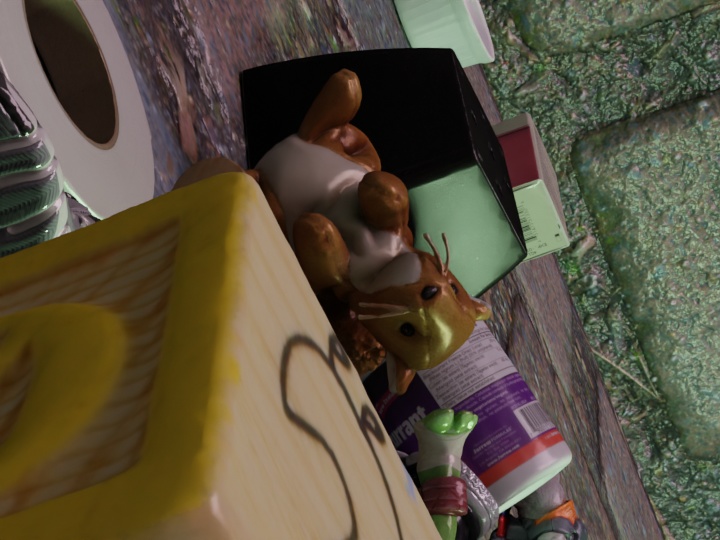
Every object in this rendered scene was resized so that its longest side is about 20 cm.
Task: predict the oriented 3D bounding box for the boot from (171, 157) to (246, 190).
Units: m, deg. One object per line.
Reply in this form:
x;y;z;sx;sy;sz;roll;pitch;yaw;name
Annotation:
-0.071;0.044;1.084;0.144;0.071;0.202;58;21;-62;boot

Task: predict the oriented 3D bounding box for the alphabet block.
-0.087;0.119;0.576;0.196;0.196;0.200;-93;159;-58;alphabet block

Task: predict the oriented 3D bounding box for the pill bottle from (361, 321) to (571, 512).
0.061;0.090;1.291;0.200;0.111;0.111;56;9;13;pill bottle

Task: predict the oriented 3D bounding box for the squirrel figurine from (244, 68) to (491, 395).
0.000;0.000;1.192;0.187;0.142;0.200;42;-24;13;squirrel figurine

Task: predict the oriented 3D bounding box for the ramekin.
0.113;-0.378;2.445;0.200;0.097;0.201;-19;90;-78;ramekin

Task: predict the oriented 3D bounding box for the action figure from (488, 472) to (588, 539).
0.157;0.253;1.385;0.200;0.104;0.194;-30;111;-78;action figure

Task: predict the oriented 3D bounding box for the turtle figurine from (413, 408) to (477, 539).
0.030;0.177;1.011;0.200;0.143;0.195;31;49;-60;turtle figurine

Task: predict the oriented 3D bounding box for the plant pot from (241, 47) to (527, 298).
0.026;-0.069;1.404;0.200;0.177;0.200;56;18;-44;plant pot

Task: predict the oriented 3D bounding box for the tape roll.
-0.173;-0.110;0.930;0.203;0.037;0.203;-20;90;-77;tape roll

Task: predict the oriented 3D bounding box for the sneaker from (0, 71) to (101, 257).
-0.161;-0.026;0.798;0.116;0.075;0.201;-98;174;-60;sneaker

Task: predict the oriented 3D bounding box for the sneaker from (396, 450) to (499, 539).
0.013;0.186;1.198;0.076;0.114;0.200;52;-21;-5;sneaker

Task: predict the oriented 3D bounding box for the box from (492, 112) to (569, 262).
0.230;-0.120;2.525;0.200;0.109;0.128;-91;158;-57;box
